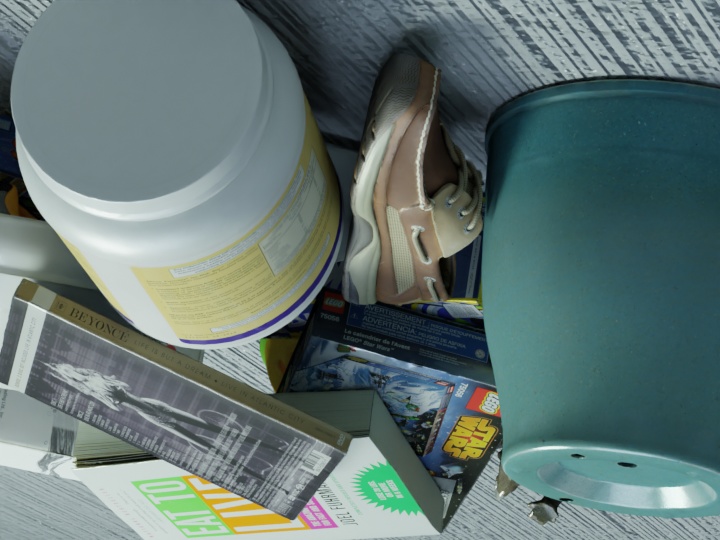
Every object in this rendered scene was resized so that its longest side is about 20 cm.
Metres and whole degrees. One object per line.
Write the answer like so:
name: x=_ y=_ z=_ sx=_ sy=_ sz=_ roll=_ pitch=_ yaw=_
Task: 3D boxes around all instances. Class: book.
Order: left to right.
book: x=-0.062 y=0.128 z=1.381 sx=0.199 sy=0.048 sz=0.134 roll=-7 pitch=144 yaw=21

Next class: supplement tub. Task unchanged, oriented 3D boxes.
supplement tub: x=-0.091 y=-0.055 z=1.119 sx=0.144 sy=0.146 sz=0.200 roll=6 pitch=161 yaw=10

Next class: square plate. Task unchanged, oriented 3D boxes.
square plate: x=-0.199 y=0.027 z=1.292 sx=0.197 sy=0.029 sz=0.200 roll=10 pitch=151 yaw=-22

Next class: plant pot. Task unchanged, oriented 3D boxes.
plant pot: x=0.153 y=0.026 z=1.170 sx=0.198 sy=0.189 sz=0.200 roll=8 pitch=161 yaw=3

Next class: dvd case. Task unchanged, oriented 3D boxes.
dvd case: x=-0.110 y=0.076 z=1.251 sx=0.199 sy=0.016 sz=0.149 roll=25 pitch=156 yaw=-3

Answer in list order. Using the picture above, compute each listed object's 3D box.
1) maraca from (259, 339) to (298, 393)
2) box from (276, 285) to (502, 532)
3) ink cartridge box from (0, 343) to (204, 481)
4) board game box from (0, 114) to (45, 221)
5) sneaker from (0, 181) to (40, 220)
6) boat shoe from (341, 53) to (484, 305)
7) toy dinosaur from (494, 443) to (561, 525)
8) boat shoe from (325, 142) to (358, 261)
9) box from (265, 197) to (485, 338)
maraca: x=0.020 y=0.054 z=1.450 sx=0.199 sy=0.108 sz=0.137 roll=-20 pitch=133 yaw=40
box: x=0.016 y=0.091 z=1.371 sx=0.136 sy=0.040 sz=0.200 roll=16 pitch=147 yaw=-6
ink cartridge box: x=-0.214 y=0.064 z=1.525 sx=0.199 sy=0.147 sz=0.084 roll=14 pitch=161 yaw=-12
board game box: x=-0.209 y=-0.040 z=1.391 sx=0.135 sy=0.035 sz=0.200 roll=18 pitch=160 yaw=-24
sneaker: x=-0.222 y=-0.003 z=1.338 sx=0.077 sy=0.079 sz=0.200 roll=-6 pitch=163 yaw=7
boat shoe: x=0.033 y=-0.045 z=1.173 sx=0.071 sy=0.076 sz=0.200 roll=11 pitch=152 yaw=2
toy dinosaur: x=0.146 y=0.096 z=1.364 sx=0.199 sy=0.103 sz=0.077 roll=-24 pitch=116 yaw=30
boat shoe: x=-0.074 y=-0.047 z=1.278 sx=0.198 sy=0.071 sz=0.064 roll=2 pitch=-166 yaw=-3
box: x=0.000 y=0.000 z=1.353 sx=0.199 sy=0.071 sz=0.064 roll=-1 pitch=158 yaw=28
